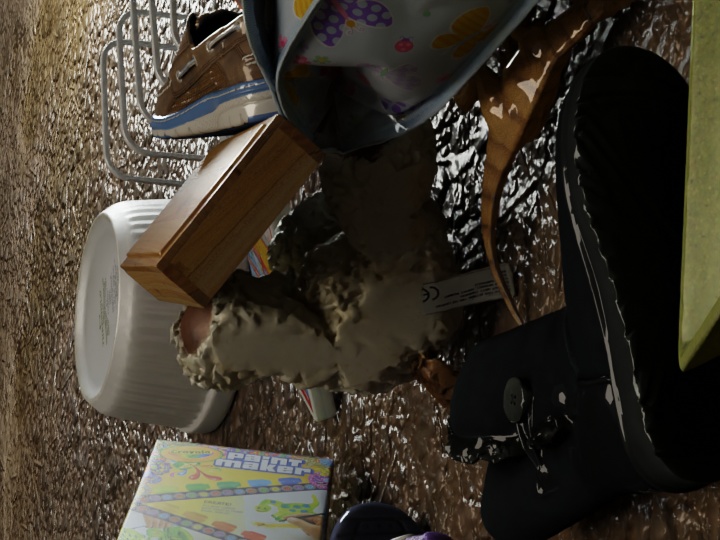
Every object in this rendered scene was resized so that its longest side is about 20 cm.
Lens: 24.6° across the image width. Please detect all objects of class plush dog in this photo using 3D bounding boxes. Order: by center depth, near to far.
[{"bbox_3d":[0.000,0.000,0.970,0.200,0.160,0.172,-49,17,11],"label":"plush dog"}]

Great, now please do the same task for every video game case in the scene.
[{"bbox_3d":[-0.061,-0.015,1.129,0.143,0.017,0.202,-125,20,-58],"label":"video game case"}]

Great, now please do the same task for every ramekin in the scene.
[{"bbox_3d":[-0.172,0.034,1.386,0.200,0.104,0.203,-175,90,-68],"label":"ramekin"}]

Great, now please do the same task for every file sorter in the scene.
[{"bbox_3d":[-0.113,-0.163,1.254,0.200,0.123,0.140,133,136,-56],"label":"file sorter"}]

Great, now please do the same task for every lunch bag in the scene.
[{"bbox_3d":[0.004,-0.174,0.819,0.200,0.126,0.171,132,141,-57],"label":"lunch bag"}]

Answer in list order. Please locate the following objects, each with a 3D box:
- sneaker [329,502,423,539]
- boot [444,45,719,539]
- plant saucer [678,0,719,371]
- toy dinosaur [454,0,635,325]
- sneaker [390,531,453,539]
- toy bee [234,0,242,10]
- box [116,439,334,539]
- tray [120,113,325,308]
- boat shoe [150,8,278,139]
[{"bbox_3d":[0.006,0.235,0.948,0.082,0.073,0.202,131,139,-59],"label":"sneaker"},{"bbox_3d":[0.094,0.019,0.764,0.168,0.076,0.203,-31,63,59],"label":"boot"},{"bbox_3d":[0.150,-0.073,0.596,0.200,0.047,0.202,58,-144,-78],"label":"plant saucer"},{"bbox_3d":[0.077,-0.082,0.851,0.107,0.060,0.201,-113,35,-47],"label":"toy dinosaur"},{"bbox_3d":[0.048,0.225,0.844,0.083,0.080,0.201,-35,59,22],"label":"sneaker"},{"bbox_3d":[-0.047,-0.160,1.062,0.132,0.108,0.200,-64,23,3],"label":"toy bee"},{"bbox_3d":[-0.088,0.240,1.011,0.193,0.120,0.202,-79,-5,-71],"label":"box"},{"bbox_3d":[-0.082,-0.031,0.908,0.099,0.037,0.200,-52,10,-8],"label":"tray"},{"bbox_3d":[-0.075,-0.119,0.985,0.199,0.072,0.073,0,97,63],"label":"boat shoe"}]
